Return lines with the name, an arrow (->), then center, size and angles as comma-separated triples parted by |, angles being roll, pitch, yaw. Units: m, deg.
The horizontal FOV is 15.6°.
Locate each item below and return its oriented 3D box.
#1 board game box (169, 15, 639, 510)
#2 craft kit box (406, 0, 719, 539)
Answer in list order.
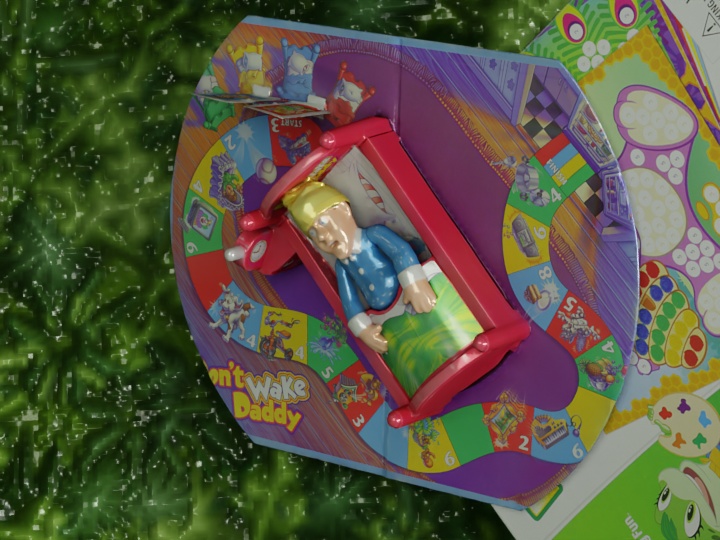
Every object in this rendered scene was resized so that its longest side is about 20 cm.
board game box -> 0.000, 0.000, 0.902 | 0.199, 0.039, 0.159 | 12, 107, 34
craft kit box -> 0.107, 0.013, 0.880 | 0.200, 0.048, 0.198 | 54, 127, 14
